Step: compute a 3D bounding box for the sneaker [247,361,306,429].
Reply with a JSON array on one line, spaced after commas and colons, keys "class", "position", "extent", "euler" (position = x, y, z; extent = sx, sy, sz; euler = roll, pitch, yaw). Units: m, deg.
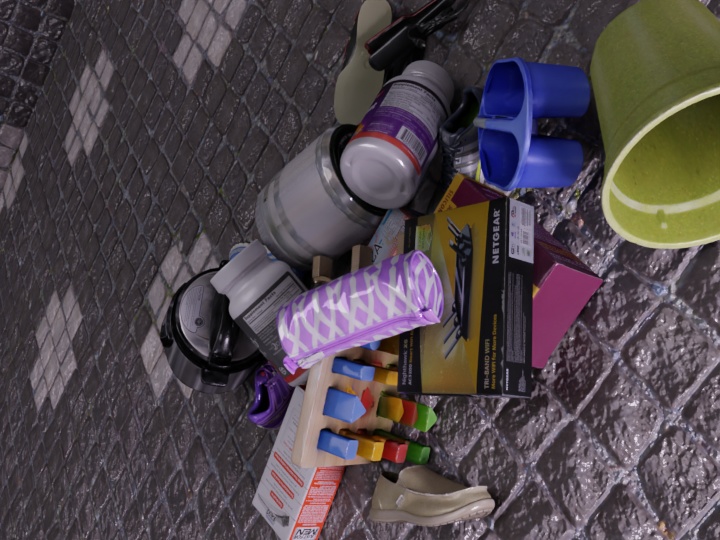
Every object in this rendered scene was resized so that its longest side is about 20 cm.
[{"class": "sneaker", "position": [-0.124, 0.156, 1.207], "extent": [0.080, 0.082, 0.205], "euler": [19, 92, 49]}]

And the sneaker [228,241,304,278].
[{"class": "sneaker", "position": [-0.168, 0.002, 1.310], "extent": [0.198, 0.078, 0.092], "euler": [0, 76, 49]}]

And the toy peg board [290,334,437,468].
[{"class": "toy peg board", "position": [0.027, 0.154, 0.961], "extent": [0.096, 0.198, 0.205], "euler": [10, 86, 33]}]

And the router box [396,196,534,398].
[{"class": "router box", "position": [0.113, 0.035, 0.834], "extent": [0.155, 0.051, 0.206], "euler": [-10, 73, 49]}]

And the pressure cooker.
[{"class": "pressure cooker", "position": [-0.228, 0.092, 1.242], "extent": [0.177, 0.177, 0.200], "euler": [53, 150, 8]}]

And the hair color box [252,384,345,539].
[{"class": "hair color box", "position": [-0.081, 0.289, 1.133], "extent": [0.110, 0.063, 0.204], "euler": [30, 100, 48]}]

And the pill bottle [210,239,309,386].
[{"class": "pill bottle", "position": [-0.123, 0.061, 1.127], "extent": [0.115, 0.116, 0.201], "euler": [-37, 95, 35]}]

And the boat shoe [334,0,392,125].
[{"class": "boat shoe", "position": [0.007, -0.333, 1.224], "extent": [0.063, 0.072, 0.206], "euler": [-87, 12, -75]}]

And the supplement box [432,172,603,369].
[{"class": "supplement box", "position": [0.164, -0.002, 0.905], "extent": [0.132, 0.102, 0.201], "euler": [-58, 43, 18]}]

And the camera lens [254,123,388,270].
[{"class": "camera lens", "position": [-0.045, -0.107, 1.137], "extent": [0.199, 0.158, 0.164], "euler": [-32, 56, 39]}]

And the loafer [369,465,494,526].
[{"class": "loafer", "position": [0.079, 0.276, 0.940], "extent": [0.198, 0.075, 0.070], "euler": [-20, 69, 45]}]

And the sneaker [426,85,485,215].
[{"class": "sneaker", "position": [0.129, -0.153, 1.008], "extent": [0.073, 0.080, 0.204], "euler": [32, 103, 49]}]

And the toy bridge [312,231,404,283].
[{"class": "toy bridge", "position": [0.000, 0.000, 1.045], "extent": [0.198, 0.027, 0.069], "euler": [-14, 68, 46]}]

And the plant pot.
[{"class": "plant pot", "position": [0.309, -0.158, 0.738], "extent": [0.200, 0.198, 0.187], "euler": [-39, 40, 35]}]

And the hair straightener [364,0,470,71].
[{"class": "hair straightener", "position": [0.095, -0.351, 1.113], "extent": [0.197, 0.041, 0.078], "euler": [-26, 52, 22]}]

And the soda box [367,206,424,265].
[{"class": "soda box", "position": [0.035, 0.009, 1.078], "extent": [0.203, 0.067, 0.064], "euler": [-60, 42, 17]}]

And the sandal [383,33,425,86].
[{"class": "sandal", "position": [0.059, -0.288, 1.159], "extent": [0.075, 0.042, 0.206], "euler": [-13, 69, 46]}]

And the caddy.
[{"class": "caddy", "position": [0.182, -0.166, 0.870], "extent": [0.200, 0.102, 0.145], "euler": [-111, 24, -77]}]

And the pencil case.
[{"class": "pencil case", "position": [-0.004, 0.047, 0.831], "extent": [0.197, 0.084, 0.087], "euler": [-25, 33, 27]}]

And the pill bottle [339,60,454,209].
[{"class": "pill bottle", "position": [0.058, -0.191, 1.033], "extent": [0.110, 0.112, 0.202], "euler": [-14, 37, 45]}]
